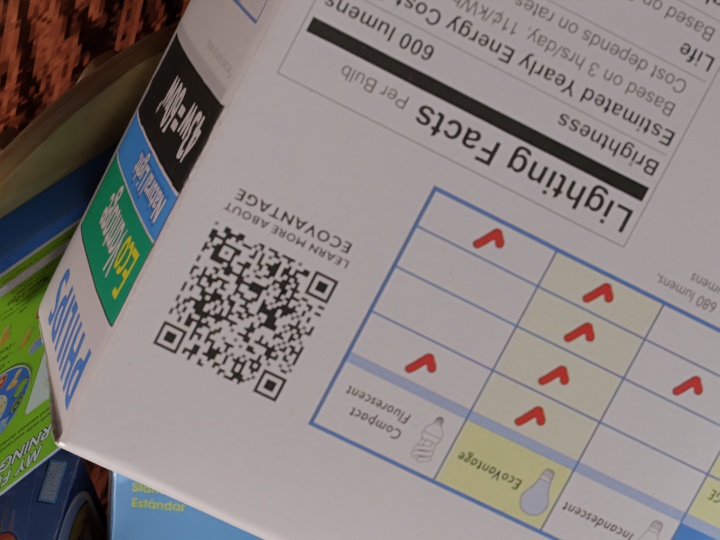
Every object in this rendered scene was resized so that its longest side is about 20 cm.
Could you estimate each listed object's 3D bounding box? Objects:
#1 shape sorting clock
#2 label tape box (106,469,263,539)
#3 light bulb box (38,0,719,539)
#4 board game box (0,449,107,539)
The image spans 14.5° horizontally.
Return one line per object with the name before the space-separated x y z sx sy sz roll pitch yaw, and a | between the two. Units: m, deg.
shape sorting clock | -0.096 0.008 0.815 0.200 0.039 0.200 -50 164 -19
label tape box | -0.010 0.109 0.958 0.200 0.144 0.063 73 22 -74
light bulb box | 0.048 -0.019 0.713 0.200 0.198 0.125 -62 -166 8
board game box | -0.122 0.173 0.934 0.135 0.034 0.200 78 23 -63
